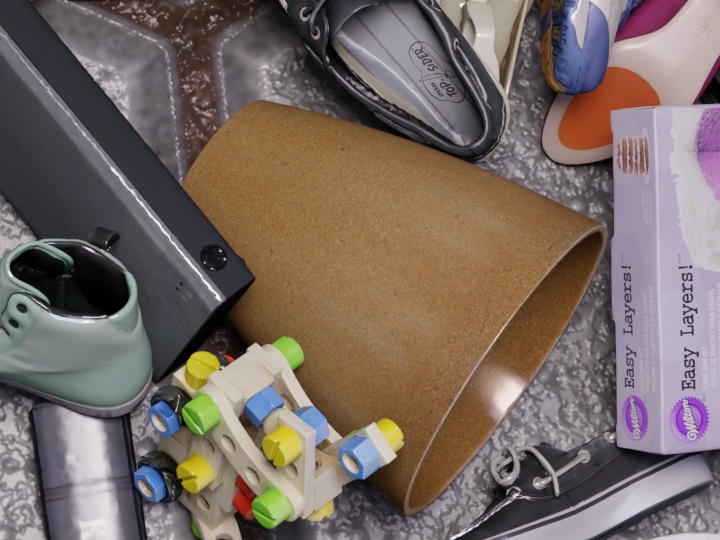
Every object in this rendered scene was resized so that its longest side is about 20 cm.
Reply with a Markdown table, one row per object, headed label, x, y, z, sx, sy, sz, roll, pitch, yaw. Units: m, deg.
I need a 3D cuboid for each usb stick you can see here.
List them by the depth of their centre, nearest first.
| label | x | y | z | sx | sy | sz | roll | pitch | yaw |
| --- | --- | --- | --- | --- | --- | --- | --- | --- | --- |
| usb stick | -0.140 | 0.161 | 1.319 | 0.055 | 0.033 | 0.201 | -7 | 80 | -13 |

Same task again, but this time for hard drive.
| label | x | y | z | sx | sy | sz | roll | pitch | yaw |
| --- | --- | --- | --- | --- | --- | --- | --- | --- | --- |
| hard drive | -0.146 | -0.044 | 1.305 | 0.033 | 0.140 | 0.200 | -37 | 86 | -26 |

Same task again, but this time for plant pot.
| label | x | y | z | sx | sy | sz | roll | pitch | yaw |
| --- | --- | --- | --- | --- | --- | --- | --- | --- | --- |
| plant pot | 0.000 | 0.000 | 1.320 | 0.200 | 0.187 | 0.187 | 34 | 73 | 12 |

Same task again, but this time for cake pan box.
| label | x | y | z | sx | sy | sz | roll | pitch | yaw |
| --- | --- | --- | --- | --- | --- | --- | --- | --- | --- |
| cake pan box | 0.229 | 0.004 | 1.363 | 0.183 | 0.052 | 0.201 | -2 | 93 | -24 |

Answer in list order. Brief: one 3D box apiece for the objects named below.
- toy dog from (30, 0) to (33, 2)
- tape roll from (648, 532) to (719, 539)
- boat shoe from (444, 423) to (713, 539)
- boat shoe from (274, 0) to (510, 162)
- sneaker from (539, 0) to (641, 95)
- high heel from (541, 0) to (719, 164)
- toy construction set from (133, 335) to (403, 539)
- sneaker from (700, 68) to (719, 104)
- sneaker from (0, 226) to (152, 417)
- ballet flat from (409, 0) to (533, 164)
| label | x | y | z | sx | sy | sz | roll | pitch | yaw |
| --- | --- | --- | --- | --- | --- | --- | --- | --- | --- |
| toy dog | -0.220 | -0.255 | 1.352 | 0.096 | 0.132 | 0.201 | -1 | 58 | -21 |
| tape roll | 0.181 | 0.248 | 1.345 | 0.201 | 0.071 | 0.204 | 3 | 77 | -11 |
| boat shoe | 0.101 | 0.126 | 1.355 | 0.199 | 0.074 | 0.068 | -23 | 77 | -17 |
| boat shoe | 0.004 | -0.134 | 1.318 | 0.074 | 0.066 | 0.200 | -37 | 99 | 13 |
| sneaker | 0.157 | -0.187 | 1.365 | 0.088 | 0.075 | 0.201 | 16 | 74 | -9 |
| high heel | 0.186 | -0.140 | 1.424 | 0.200 | 0.096 | 0.067 | -38 | 102 | 21 |
| toy construction set | -0.059 | 0.116 | 1.280 | 0.131 | 0.200 | 0.092 | 41 | 40 | 19 |
| sneaker | 0.235 | -0.143 | 1.442 | 0.087 | 0.076 | 0.201 | 3 | 77 | -4 |
| sneaker | -0.205 | 0.008 | 1.283 | 0.199 | 0.118 | 0.074 | 12 | 57 | 2 |
| ballet flat | 0.071 | -0.154 | 1.376 | 0.069 | 0.069 | 0.201 | 8 | 102 | -10 |
